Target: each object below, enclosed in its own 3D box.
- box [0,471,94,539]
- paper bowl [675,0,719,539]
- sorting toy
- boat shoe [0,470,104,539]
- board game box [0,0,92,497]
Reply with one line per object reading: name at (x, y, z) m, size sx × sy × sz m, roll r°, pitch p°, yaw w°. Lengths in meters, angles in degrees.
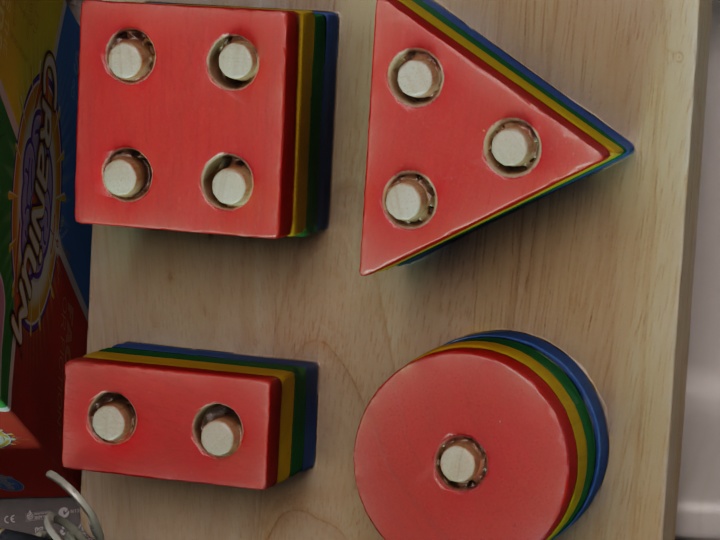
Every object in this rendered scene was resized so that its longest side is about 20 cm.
box at (-0.126, 0.034, 1.049) m, size 0.199 × 0.051 × 0.158 m, roll -8°, pitch 73°, yaw 6°
paper bowl at (0.123, -0.018, 0.979) m, size 0.200 × 0.104 × 0.202 m, roll 3°, pitch 99°, yaw 18°
sorting toy at (0.000, 0.000, 0.926) m, size 0.198 × 0.070 × 0.201 m, roll 5°, pitch 97°, yaw 18°
boat shoe at (-0.089, 0.116, 0.932) m, size 0.200 × 0.075 × 0.062 m, roll 30°, pitch 62°, yaw 37°
board game box at (-0.122, -0.025, 0.934) m, size 0.040 × 0.200 × 0.154 m, roll 0°, pitch 73°, yaw 7°
